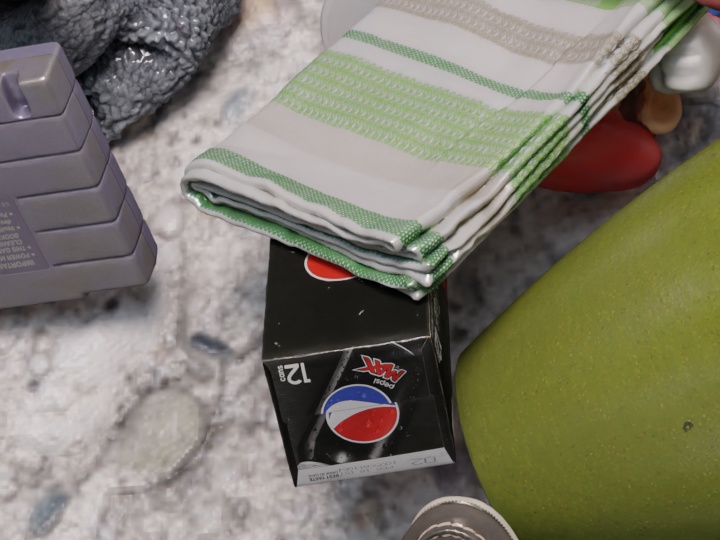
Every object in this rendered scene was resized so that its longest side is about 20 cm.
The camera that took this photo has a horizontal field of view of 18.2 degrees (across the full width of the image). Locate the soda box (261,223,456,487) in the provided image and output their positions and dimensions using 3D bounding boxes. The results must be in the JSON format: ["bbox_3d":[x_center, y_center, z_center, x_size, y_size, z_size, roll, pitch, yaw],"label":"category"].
[{"bbox_3d":[0.000,0.000,0.931,0.070,0.064,0.201,-9,32,6],"label":"soda box"}]

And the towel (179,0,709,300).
[{"bbox_3d":[0.035,-0.080,0.919,0.149,0.031,0.200,22,58,42],"label":"towel"}]

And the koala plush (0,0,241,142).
[{"bbox_3d":[-0.157,-0.160,1.007,0.182,0.200,0.179,-12,64,4],"label":"koala plush"}]

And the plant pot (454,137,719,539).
[{"bbox_3d":[0.145,0.040,0.888,0.199,0.187,0.189,-24,62,19],"label":"plant pot"}]

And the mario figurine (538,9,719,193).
[{"bbox_3d":[0.120,-0.124,0.986,0.106,0.124,0.201,34,70,2],"label":"mario figurine"}]

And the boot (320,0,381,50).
[{"bbox_3d":[0.053,-0.180,1.056,0.073,0.096,0.200,38,104,-16],"label":"boot"}]

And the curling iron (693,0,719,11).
[{"bbox_3d":[0.150,-0.119,0.878,0.199,0.026,0.050,25,59,30],"label":"curling iron"}]

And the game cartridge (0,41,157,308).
[{"bbox_3d":[-0.201,-0.033,0.988,0.198,0.130,0.039,-7,48,17],"label":"game cartridge"}]

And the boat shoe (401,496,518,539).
[{"bbox_3d":[0.036,0.188,0.837,0.066,0.057,0.202,3,102,12],"label":"boat shoe"}]
